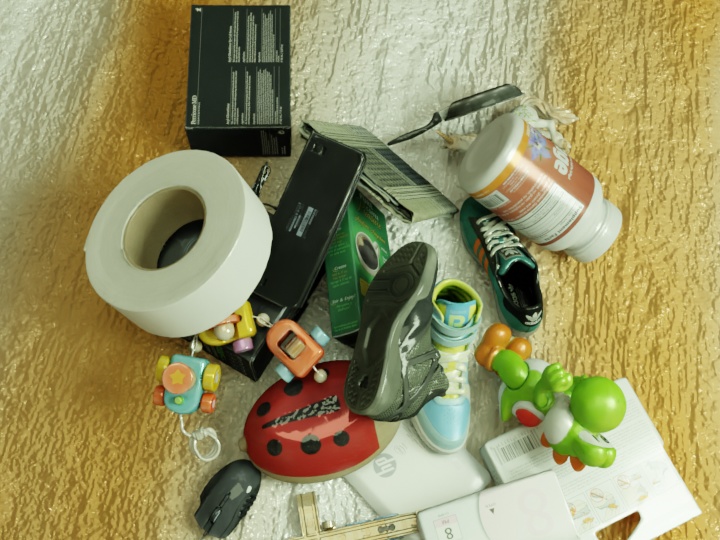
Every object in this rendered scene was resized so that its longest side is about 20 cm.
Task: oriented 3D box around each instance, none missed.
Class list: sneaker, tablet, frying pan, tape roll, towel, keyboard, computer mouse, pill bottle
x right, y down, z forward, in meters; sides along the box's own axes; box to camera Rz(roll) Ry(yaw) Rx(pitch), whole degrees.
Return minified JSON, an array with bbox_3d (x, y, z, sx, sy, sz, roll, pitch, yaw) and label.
[{"bbox_3d":[0.100,0.103,0.978,0.079,0.131,0.202,0,64,-11],"label":"sneaker"},{"bbox_3d":[0.043,0.217,0.996,0.130,0.014,0.200,-41,74,-17],"label":"tablet"},{"bbox_3d":[0.055,0.073,0.933,0.076,0.114,0.202,2,71,40],"label":"sneaker"},{"bbox_3d":[0.133,-0.219,1.153,0.188,0.115,0.031,-14,100,22],"label":"frying pan"},{"bbox_3d":[0.185,-0.019,1.064,0.071,0.080,0.202,-18,69,-10],"label":"sneaker"},{"bbox_3d":[-0.202,-0.031,0.929,0.200,0.071,0.205,-10,60,17],"label":"tape roll"},{"bbox_3d":[0.024,-0.121,1.060,0.192,0.200,0.035,42,109,14],"label":"towel"},{"bbox_3d":[-0.083,-0.065,0.971,0.126,0.021,0.202,25,89,13],"label":"keyboard"},{"bbox_3d":[-0.180,0.298,0.940,0.058,0.034,0.201,31,70,10],"label":"computer mouse"},{"bbox_3d":[0.229,-0.097,1.053,0.199,0.112,0.113,33,66,-19],"label":"pill bottle"}]

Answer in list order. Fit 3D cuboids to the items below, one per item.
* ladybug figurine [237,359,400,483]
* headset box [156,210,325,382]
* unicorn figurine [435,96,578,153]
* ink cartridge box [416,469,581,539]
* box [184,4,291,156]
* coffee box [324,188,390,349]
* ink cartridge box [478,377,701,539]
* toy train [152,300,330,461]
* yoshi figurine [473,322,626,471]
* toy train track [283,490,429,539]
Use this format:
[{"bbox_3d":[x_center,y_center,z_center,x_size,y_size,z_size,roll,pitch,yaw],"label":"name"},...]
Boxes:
[{"bbox_3d":[-0.046,0.170,0.966,0.198,0.072,0.137,-21,67,-6],"label":"ladybug figurine"},{"bbox_3d":[-0.156,0.013,1.030,0.199,0.093,0.175,30,70,9],"label":"headset box"},{"bbox_3d":[0.200,-0.171,1.143,0.137,0.074,0.200,39,55,14],"label":"unicorn figurine"},{"bbox_3d":[0.164,0.334,0.892,0.161,0.057,0.202,-16,64,-4],"label":"ink cartridge box"},{"bbox_3d":[-0.164,-0.262,1.155,0.139,0.079,0.202,1,67,-6],"label":"box"},{"bbox_3d":[0.000,0.000,1.024,0.044,0.123,0.202,-18,64,22],"label":"coffee box"},{"bbox_3d":[0.265,0.244,0.978,0.198,0.044,0.175,-22,70,-11],"label":"ink cartridge box"},{"bbox_3d":[-0.138,0.107,0.920,0.200,0.056,0.150,-42,79,-2],"label":"toy train"},{"bbox_3d":[0.226,0.131,0.950,0.111,0.113,0.200,-22,43,-21],"label":"yoshi figurine"},{"bbox_3d":[-0.012,0.298,0.941,0.198,0.033,0.116,-11,71,-3],"label":"toy train track"}]
